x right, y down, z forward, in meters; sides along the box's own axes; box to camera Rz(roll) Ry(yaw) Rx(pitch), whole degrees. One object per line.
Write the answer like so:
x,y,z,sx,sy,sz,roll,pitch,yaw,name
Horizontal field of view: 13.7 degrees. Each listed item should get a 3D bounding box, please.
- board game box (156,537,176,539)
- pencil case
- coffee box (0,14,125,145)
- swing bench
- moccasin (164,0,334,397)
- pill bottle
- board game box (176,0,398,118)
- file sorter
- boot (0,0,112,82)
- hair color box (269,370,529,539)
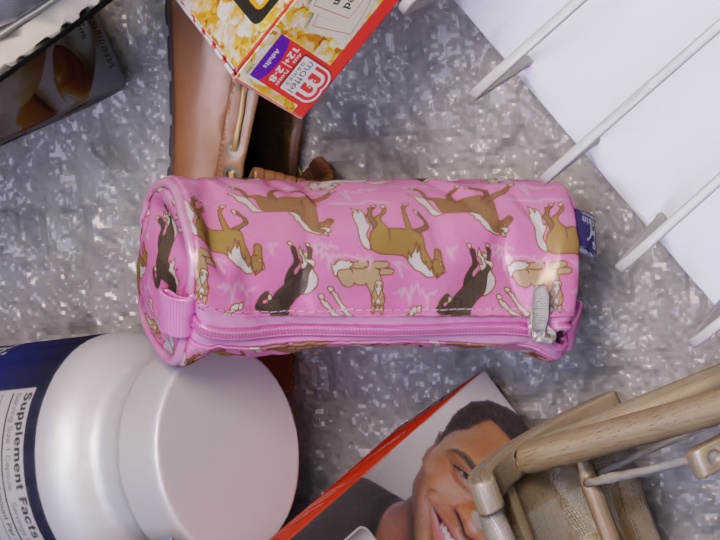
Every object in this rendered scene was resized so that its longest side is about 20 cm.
-0.125,0.194,1.359,0.195,0.200,0.056,-12,60,23,board game box
0.000,0.000,1.291,0.199,0.086,0.083,1,88,-21,pencil case
-0.207,-0.095,1.313,0.079,0.200,0.115,-20,97,36,coffee box
0.172,0.142,1.285,0.199,0.130,0.200,-19,95,11,swing bench
-0.043,-0.039,1.356,0.077,0.074,0.203,2,93,24,moccasin
-0.132,0.088,1.354,0.199,0.116,0.116,-7,101,38,pill bottle
-0.009,-0.187,1.263,0.200,0.046,0.152,-50,44,12,board game box
0.134,-0.086,1.262,0.139,0.125,0.200,-41,89,21,file sorter
-0.177,-0.180,1.220,0.182,0.073,0.200,-36,94,-12,boot
0.019,0.134,1.300,0.061,0.200,0.102,-38,91,38,hair color box
